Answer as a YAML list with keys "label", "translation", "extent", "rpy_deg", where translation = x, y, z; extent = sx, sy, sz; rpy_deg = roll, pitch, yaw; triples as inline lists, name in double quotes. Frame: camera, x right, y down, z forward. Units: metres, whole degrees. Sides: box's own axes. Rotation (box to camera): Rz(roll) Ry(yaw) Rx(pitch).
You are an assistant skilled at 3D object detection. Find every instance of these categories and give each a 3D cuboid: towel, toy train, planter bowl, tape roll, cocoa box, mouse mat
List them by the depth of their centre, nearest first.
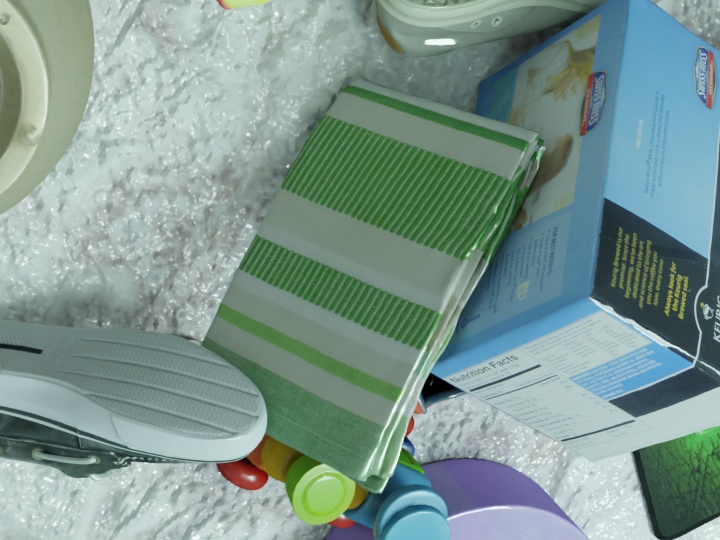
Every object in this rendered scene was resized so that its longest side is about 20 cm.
- label: "planter bowl"
  translation: [-0.213, -0.098, 0.706]
  extent: [0.199, 0.135, 0.202]
  rpy_deg: [-8, 114, -19]
- label: "towel"
  translation: [0.000, 0.000, 0.804]
  extent: [0.023, 0.152, 0.201]
  rpy_deg: [32, 83, -51]
- label: "cocoa box"
  translation: [0.136, -0.022, 0.820]
  extent: [0.131, 0.133, 0.201]
  rpy_deg: [29, 56, -25]
- label: "toy train"
  translation: [-0.042, 0.103, 0.864]
  extent: [0.199, 0.116, 0.085]
  rpy_deg: [27, 99, -28]
- label: "tape roll"
  translation: [0.062, 0.228, 0.986]
  extent: [0.198, 0.066, 0.202]
  rpy_deg: [-7, 113, -18]
- label: "mouse mat"
  translation: [0.253, 0.080, 1.035]
  extent: [0.160, 0.008, 0.201]
  rpy_deg: [-24, 117, -11]

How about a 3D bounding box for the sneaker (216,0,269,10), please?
- label: "sneaker"
  translation: [-0.078, -0.216, 0.746]
  extent: [0.090, 0.078, 0.201]
  rpy_deg: [-29, 117, 0]

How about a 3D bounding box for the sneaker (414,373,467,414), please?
- label: "sneaker"
  translation: [0.087, 0.025, 0.892]
  extent: [0.199, 0.084, 0.075]
  rpy_deg: [-34, 118, -18]

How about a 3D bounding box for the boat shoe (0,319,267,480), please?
- label: "boat shoe"
  translation: [-0.142, 0.075, 0.810]
  extent: [0.198, 0.072, 0.071]
  rpy_deg: [12, 127, 17]

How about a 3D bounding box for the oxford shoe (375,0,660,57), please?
- label: "oxford shoe"
  translation: [0.091, -0.162, 0.848]
  extent: [0.199, 0.076, 0.058]
  rpy_deg: [-14, 157, -24]
